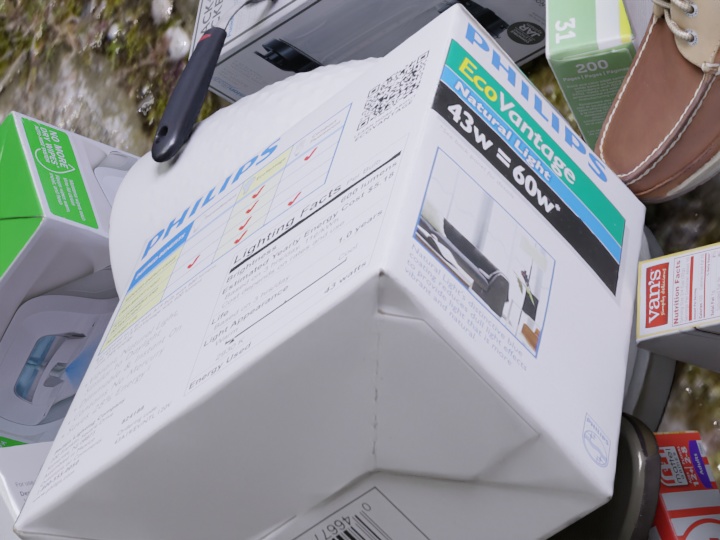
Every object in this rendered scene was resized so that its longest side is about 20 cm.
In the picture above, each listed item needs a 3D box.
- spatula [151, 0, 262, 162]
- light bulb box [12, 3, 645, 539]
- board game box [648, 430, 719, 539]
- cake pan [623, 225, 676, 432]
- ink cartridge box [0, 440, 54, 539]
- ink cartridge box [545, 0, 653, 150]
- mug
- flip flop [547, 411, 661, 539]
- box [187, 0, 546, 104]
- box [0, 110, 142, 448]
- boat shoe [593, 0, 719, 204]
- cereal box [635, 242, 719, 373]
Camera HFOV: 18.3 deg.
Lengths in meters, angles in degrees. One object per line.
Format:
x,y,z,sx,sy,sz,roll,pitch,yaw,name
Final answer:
-0.063,-0.123,1.115,0.056,0.021,0.200,-24,29,43,spatula
-0.005,0.033,0.876,0.198,0.125,0.200,-35,20,29,light bulb box
0.089,0.179,0.980,0.200,0.046,0.152,-35,66,37,board game box
0.077,0.041,1.085,0.200,0.037,0.201,-23,58,43,cake pan
-0.176,0.213,1.230,0.144,0.084,0.201,-41,70,31,ink cartridge box
0.103,-0.154,0.998,0.048,0.200,0.146,-11,54,18,ink cartridge box
0.000,0.000,1.069,0.175,0.147,0.201,-25,87,39,mug
0.047,0.086,0.953,0.200,0.057,0.082,13,91,48,flip flop
0.015,-0.137,1.167,0.200,0.116,0.060,-28,46,42,box
-0.169,0.032,1.274,0.200,0.176,0.097,-49,42,25,box
0.148,-0.120,0.911,0.201,0.072,0.076,-60,37,16,boat shoe
0.223,0.012,0.837,0.200,0.143,0.040,-16,64,47,cereal box
